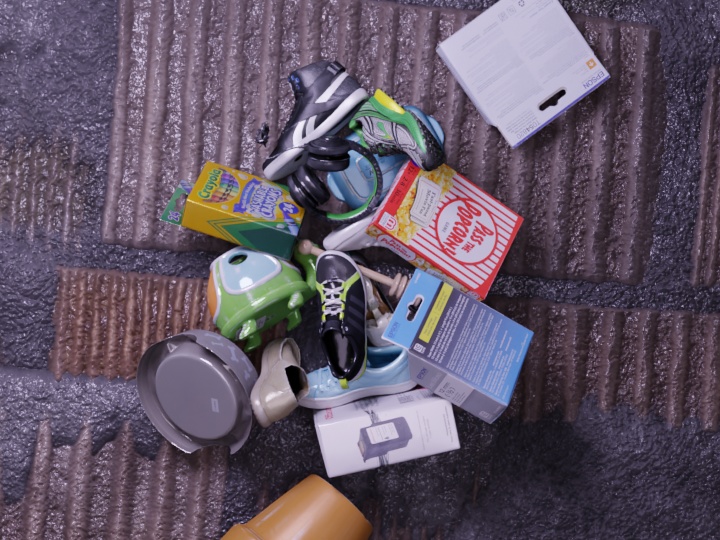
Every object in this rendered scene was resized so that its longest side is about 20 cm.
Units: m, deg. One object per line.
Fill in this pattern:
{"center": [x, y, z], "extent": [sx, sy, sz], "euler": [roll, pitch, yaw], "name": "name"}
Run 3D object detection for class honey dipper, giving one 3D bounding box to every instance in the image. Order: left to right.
{"center": [0.000, 0.000, 1.497], "extent": [0.199, 0.038, 0.038], "euler": [22, 89, -5], "name": "honey dipper"}

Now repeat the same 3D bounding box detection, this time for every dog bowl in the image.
{"center": [-0.233, 0.178, 1.489], "extent": [0.199, 0.059, 0.201], "euler": [11, 118, 22], "name": "dog bowl"}

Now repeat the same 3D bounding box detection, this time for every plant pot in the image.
{"center": [-0.086, 0.412, 1.493], "extent": [0.200, 0.200, 0.183], "euler": [44, 72, -3], "name": "plant pot"}

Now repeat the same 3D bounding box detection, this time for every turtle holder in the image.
{"center": [-0.144, 0.022, 1.500], "extent": [0.185, 0.141, 0.132], "euler": [-35, 76, 9], "name": "turtle holder"}

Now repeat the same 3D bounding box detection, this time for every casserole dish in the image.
{"center": [0.040, -0.175, 1.559], "extent": [0.199, 0.039, 0.121], "euler": [-30, 91, -2], "name": "casserole dish"}

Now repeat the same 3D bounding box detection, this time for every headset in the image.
{"center": [-0.063, -0.150, 1.474], "extent": [0.199, 0.094, 0.124], "euler": [26, 107, -16], "name": "headset"}

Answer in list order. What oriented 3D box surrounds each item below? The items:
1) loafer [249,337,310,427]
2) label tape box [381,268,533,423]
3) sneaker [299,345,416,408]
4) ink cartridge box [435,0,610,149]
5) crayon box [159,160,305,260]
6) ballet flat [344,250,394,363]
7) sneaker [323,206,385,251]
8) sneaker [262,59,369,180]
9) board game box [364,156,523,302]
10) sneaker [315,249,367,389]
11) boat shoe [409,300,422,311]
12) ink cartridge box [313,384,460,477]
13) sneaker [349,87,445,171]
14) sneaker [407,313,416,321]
{"center": [-0.108, 0.160, 1.476], "extent": [0.068, 0.200, 0.076], "euler": [-15, 114, 12], "name": "loafer"}
{"center": [0.135, 0.107, 1.454], "extent": [0.199, 0.066, 0.144], "euler": [28, 51, 1], "name": "label tape box"}
{"center": [-0.013, 0.148, 1.524], "extent": [0.199, 0.074, 0.082], "euler": [-13, 125, 1], "name": "sneaker"}
{"center": [0.253, -0.323, 1.570], "extent": [0.199, 0.041, 0.200], "euler": [-36, 93, -3], "name": "ink cartridge box"}
{"center": [-0.183, -0.095, 1.499], "extent": [0.199, 0.126, 0.052], "euler": [17, 124, -3], "name": "crayon box"}
{"center": [0.017, 0.063, 1.545], "extent": [0.068, 0.068, 0.201], "euler": [-30, 93, -3], "name": "ballet flat"}
{"center": [0.043, -0.057, 1.537], "extent": [0.199, 0.075, 0.089], "euler": [-25, 100, -13], "name": "sneaker"}
{"center": [-0.094, -0.238, 1.541], "extent": [0.200, 0.073, 0.112], "euler": [-41, 80, 0], "name": "sneaker"}
{"center": [0.126, -0.067, 1.498], "extent": [0.200, 0.046, 0.152], "euler": [33, 66, -10], "name": "board game box"}
{"center": [-0.026, 0.068, 1.446], "extent": [0.071, 0.083, 0.201], "euler": [-11, 89, 12], "name": "sneaker"}
{"center": [0.141, -0.019, 1.552], "extent": [0.072, 0.068, 0.200], "euler": [41, 88, -3], "name": "boat shoe"}
{"center": [0.035, 0.235, 1.509], "extent": [0.199, 0.145, 0.085], "euler": [-12, 93, -3], "name": "ink cartridge box"}
{"center": [0.054, -0.189, 1.471], "extent": [0.085, 0.200, 0.078], "euler": [-45, 130, 2], "name": "sneaker"}
{"center": [0.150, 0.147, 1.516], "extent": [0.075, 0.116, 0.200], "euler": [-44, 104, 1], "name": "sneaker"}
